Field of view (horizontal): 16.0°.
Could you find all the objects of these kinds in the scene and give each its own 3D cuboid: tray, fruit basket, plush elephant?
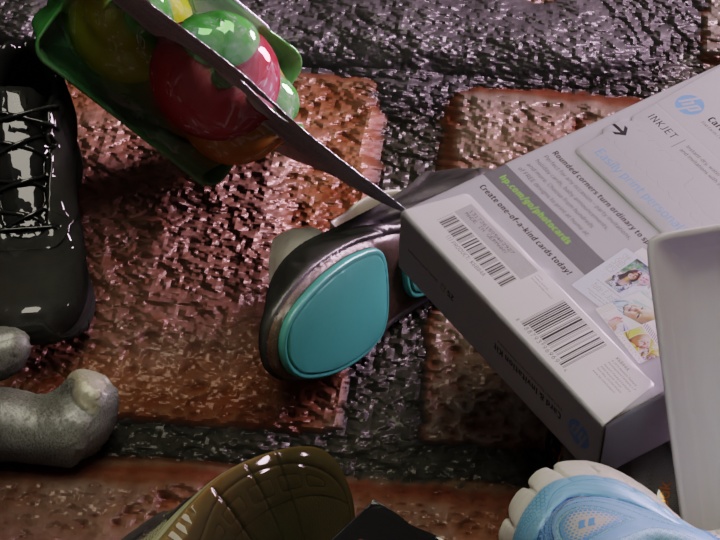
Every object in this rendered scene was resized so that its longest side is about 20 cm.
[{"bbox_3d":[0.182,0.074,1.107,0.107,0.201,0.022,-10,8,-13],"label":"tray"},{"bbox_3d":[-0.076,-0.106,1.287,0.094,0.185,0.200,-57,30,-8],"label":"fruit basket"},{"bbox_3d":[-0.217,0.042,1.149,0.199,0.156,0.165,15,42,17],"label":"plush elephant"}]

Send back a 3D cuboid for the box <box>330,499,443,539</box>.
[{"bbox_3d":[0.023,0.206,1.037,0.198,0.050,0.200,25,46,28],"label":"box"}]

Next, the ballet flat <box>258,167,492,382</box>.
[{"bbox_3d":[0.000,0.000,1.281,0.068,0.068,0.200,19,32,35],"label":"ballet flat"}]

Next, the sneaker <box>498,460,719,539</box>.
[{"bbox_3d":[0.154,0.145,1.045,0.199,0.079,0.090,16,14,-17],"label":"sneaker"}]

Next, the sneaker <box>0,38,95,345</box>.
[{"bbox_3d":[-0.176,-0.042,1.305,0.075,0.091,0.201,-4,41,-8],"label":"sneaker"}]

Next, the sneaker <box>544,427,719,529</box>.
[{"bbox_3d":[0.118,0.063,1.194,0.079,0.074,0.201,-11,41,-6],"label":"sneaker"}]

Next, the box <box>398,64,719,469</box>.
[{"bbox_3d":[0.141,-0.006,1.184,0.199,0.041,0.156,-26,53,-24],"label":"box"}]

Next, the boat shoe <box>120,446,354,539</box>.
[{"bbox_3d":[-0.081,0.137,1.106,0.066,0.072,0.201,-14,15,42],"label":"boat shoe"}]
